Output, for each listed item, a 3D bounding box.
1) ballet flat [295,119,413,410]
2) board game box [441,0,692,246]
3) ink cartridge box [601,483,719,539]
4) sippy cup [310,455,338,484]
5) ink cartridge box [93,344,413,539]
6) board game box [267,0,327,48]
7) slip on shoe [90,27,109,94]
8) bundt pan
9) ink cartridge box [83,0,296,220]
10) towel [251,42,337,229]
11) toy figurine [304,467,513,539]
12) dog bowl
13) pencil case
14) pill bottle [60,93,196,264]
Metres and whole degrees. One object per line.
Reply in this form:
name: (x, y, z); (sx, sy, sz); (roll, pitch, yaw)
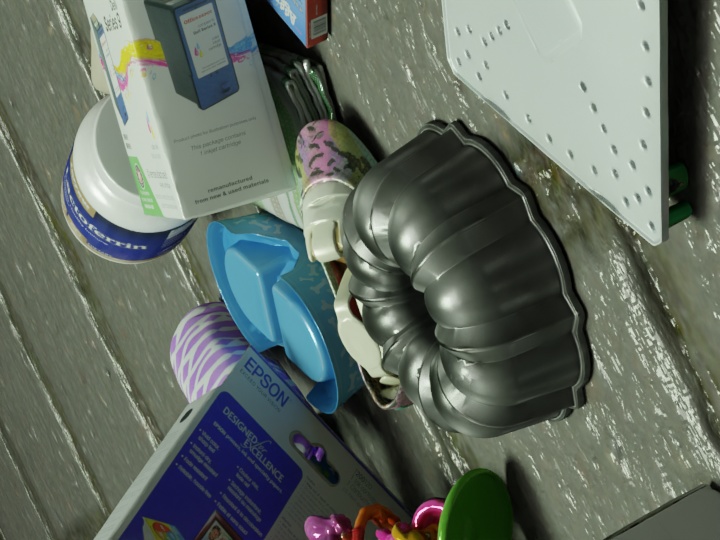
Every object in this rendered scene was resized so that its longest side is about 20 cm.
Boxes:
ballet flat: (0.000, 0.000, 1.465); (0.069, 0.071, 0.202); (-13, 105, 35)
board game box: (0.101, -0.142, 1.124); (0.200, 0.026, 0.201); (45, 152, 43)
ink cartridge box: (0.191, 0.240, 1.257); (0.148, 0.085, 0.201); (53, 158, 31)
sippy cup: (-0.054, 0.210, 1.787); (0.131, 0.139, 0.178); (50, -165, 8)
ink cartridge box: (-0.077, 0.194, 1.622); (0.198, 0.201, 0.043); (48, 147, -19)
board game box: (-0.080, -0.246, 1.464); (0.200, 0.019, 0.103); (51, 155, 33)
slip on shoe: (-0.173, -0.217, 1.683); (0.060, 0.076, 0.201); (13, 129, 13)
bundt pan: (0.053, 0.014, 1.355); (0.202, 0.075, 0.203); (52, 156, 34)
ink cartridge box: (-0.125, -0.142, 1.520); (0.145, 0.087, 0.202); (-167, 63, -73)
towel: (-0.062, -0.092, 1.583); (0.200, 0.030, 0.150); (25, 135, 61)
toy figurine: (0.009, 0.226, 1.533); (0.183, 0.150, 0.202); (5, 99, 37)
dog bowl: (-0.048, 0.024, 1.654); (0.200, 0.049, 0.112); (39, 148, 49)
pencil case: (-0.092, 0.094, 1.744); (0.084, 0.085, 0.200); (-64, 23, 14)
pill bottle: (-0.170, -0.079, 1.724); (0.116, 0.115, 0.200); (63, 164, 5)
